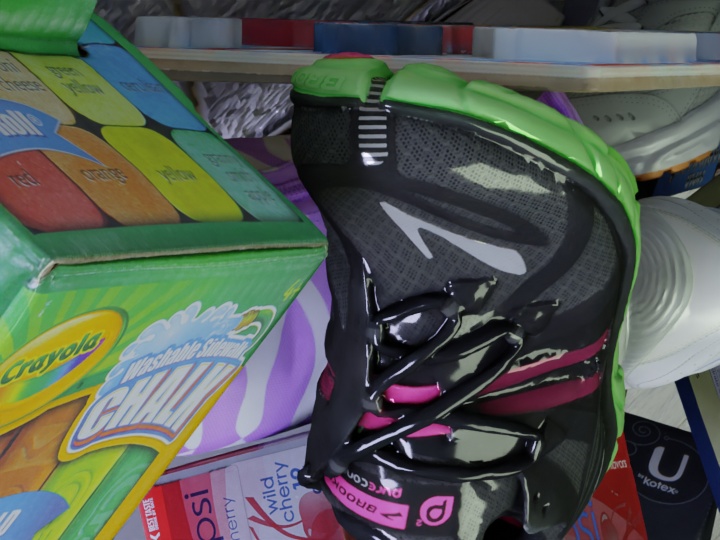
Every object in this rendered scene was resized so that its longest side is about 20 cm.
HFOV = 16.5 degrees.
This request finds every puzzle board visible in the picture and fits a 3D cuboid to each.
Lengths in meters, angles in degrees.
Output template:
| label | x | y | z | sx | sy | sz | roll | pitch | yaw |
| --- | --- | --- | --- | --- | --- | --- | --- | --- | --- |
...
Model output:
| label | x | y | z | sx | sy | sz | roll | pitch | yaw |
| --- | --- | --- | --- | --- | --- | --- | --- | --- | --- |
| puzzle board | 0.027 | -0.059 | 0.665 | 0.200 | 0.150 | 0.017 | -12 | 104 | -64 |

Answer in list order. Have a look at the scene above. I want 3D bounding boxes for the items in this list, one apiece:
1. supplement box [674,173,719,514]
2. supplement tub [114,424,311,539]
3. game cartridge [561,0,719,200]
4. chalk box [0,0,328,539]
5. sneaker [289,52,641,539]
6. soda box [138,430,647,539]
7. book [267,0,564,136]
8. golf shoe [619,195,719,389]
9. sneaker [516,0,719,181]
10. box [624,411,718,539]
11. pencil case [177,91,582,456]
| label | x | y | z | sx | sy | sz | roll | pitch | yaw |
| --- | --- | --- | --- | --- | --- | --- | --- | --- | --- |
| supplement box | 0.233 | 0.002 | 0.862 | 0.200 | 0.134 | 0.200 | -15 | 170 | -17 |
| supplement tub | -0.080 | 0.139 | 0.833 | 0.132 | 0.132 | 0.200 | -31 | 158 | -44 |
| game cartridge | 0.125 | -0.090 | 0.935 | 0.200 | 0.038 | 0.130 | -16 | 123 | -61 |
| chalk box | -0.099 | 0.000 | 0.477 | 0.200 | 0.124 | 0.125 | -52 | 163 | 17 |
| sneaker | 0.024 | 0.024 | 0.582 | 0.200 | 0.077 | 0.084 | 70 | 37 | -52 |
| soda box | 0.018 | 0.081 | 0.729 | 0.063 | 0.070 | 0.200 | -17 | 170 | 27 |
| book | 0.000 | 0.000 | 0.870 | 0.134 | 0.048 | 0.200 | -41 | 163 | -33 |
| golf shoe | 0.085 | 0.012 | 0.801 | 0.200 | 0.097 | 0.078 | -173 | -94 | -80 |
| sneaker | 0.109 | -0.097 | 0.809 | 0.200 | 0.076 | 0.092 | -31 | 113 | -29 |
| box | 0.059 | 0.156 | 0.927 | 0.122 | 0.106 | 0.200 | 94 | 18 | -45 |
| pencil case | -0.029 | 0.001 | 0.657 | 0.200 | 0.084 | 0.086 | -16 | 157 | -35 |
